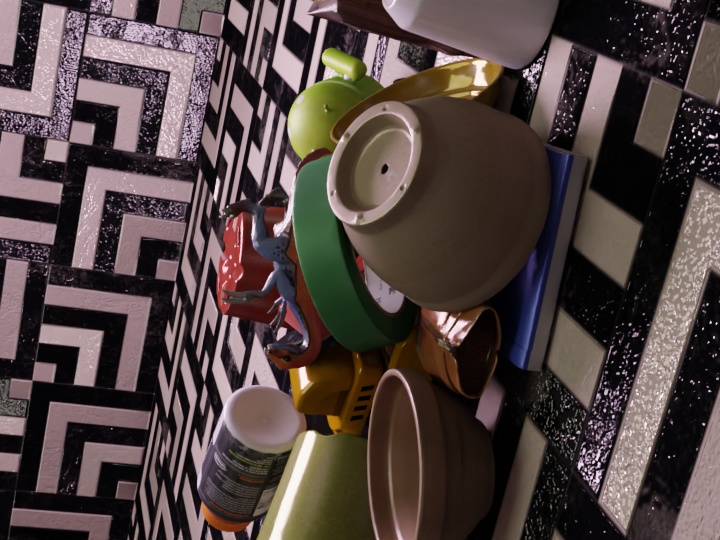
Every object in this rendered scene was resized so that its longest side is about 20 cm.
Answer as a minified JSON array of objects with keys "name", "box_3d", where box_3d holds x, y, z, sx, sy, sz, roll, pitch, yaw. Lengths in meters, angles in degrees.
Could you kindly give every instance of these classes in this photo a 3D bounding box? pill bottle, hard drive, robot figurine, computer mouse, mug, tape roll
[{"name":"pill bottle","box_3d":[-0.143,0.244,1.574,0.106,0.106,0.200,-99,25,-44]},{"name":"hard drive","box_3d":[0.159,-0.019,1.197,0.132,0.025,0.201,-139,58,-71]},{"name":"robot figurine","box_3d":[-0.024,-0.197,1.655,0.200,0.115,0.176,-42,-31,-66]},{"name":"computer mouse","box_3d":[-0.011,0.065,1.404,0.034,0.199,0.059,62,-155,-13]},{"name":"mug","box_3d":[0.103,-0.303,1.292,0.187,0.153,0.150,-102,25,-49]},{"name":"tape roll","box_3d":[-0.003,-0.019,1.273,0.200,0.048,0.201,-15,-90,-70]}]

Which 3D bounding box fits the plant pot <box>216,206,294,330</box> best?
[{"name":"plant pot","box_3d":[-0.084,-0.001,1.700,0.201,0.195,0.202,-172,90,-74]}]

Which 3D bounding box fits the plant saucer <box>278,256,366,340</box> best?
[{"name":"plant saucer","box_3d":[0.000,0.000,1.455,0.037,0.200,0.200,61,170,-15]}]

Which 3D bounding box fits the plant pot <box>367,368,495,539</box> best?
[{"name":"plant pot","box_3d":[0.074,0.197,1.245,0.201,0.092,0.202,-179,90,-75]}]

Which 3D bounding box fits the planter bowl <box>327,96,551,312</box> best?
[{"name":"planter bowl","box_3d":[0.056,-0.077,1.156,0.200,0.135,0.201,-22,56,38]}]

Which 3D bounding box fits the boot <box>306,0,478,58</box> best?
[{"name":"boot","box_3d":[0.029,-0.299,1.452,0.186,0.199,0.064,-130,50,-68]}]

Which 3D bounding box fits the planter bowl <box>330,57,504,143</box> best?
[{"name":"planter bowl","box_3d":[0.074,-0.149,1.362,0.084,0.200,0.200,66,175,-22]}]

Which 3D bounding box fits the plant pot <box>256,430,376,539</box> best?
[{"name":"plant pot","box_3d":[-0.032,0.290,1.446,0.200,0.200,0.185,137,149,-65]}]

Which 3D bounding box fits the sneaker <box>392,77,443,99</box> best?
[{"name":"sneaker","box_3d":[0.060,-0.200,1.534,0.200,0.076,0.091,150,131,-67]}]

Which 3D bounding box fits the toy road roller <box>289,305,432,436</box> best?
[{"name":"toy road roller","box_3d":[0.002,0.104,1.450,0.123,0.145,0.200,-106,29,-53]}]

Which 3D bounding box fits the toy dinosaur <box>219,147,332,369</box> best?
[{"name":"toy dinosaur","box_3d":[-0.078,0.004,1.326,0.200,0.105,0.182,-41,74,38]}]

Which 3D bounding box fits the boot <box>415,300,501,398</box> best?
[{"name":"boot","box_3d":[0.097,0.018,1.221,0.155,0.073,0.201,-136,43,-74]}]

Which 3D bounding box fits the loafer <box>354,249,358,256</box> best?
[{"name":"loafer","box_3d":[-0.009,-0.081,1.438,0.068,0.070,0.201,-53,8,49]}]

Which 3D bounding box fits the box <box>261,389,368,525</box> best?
[{"name":"box","box_3d":[-0.057,0.249,1.647,0.200,0.106,0.123,116,154,-45]}]
